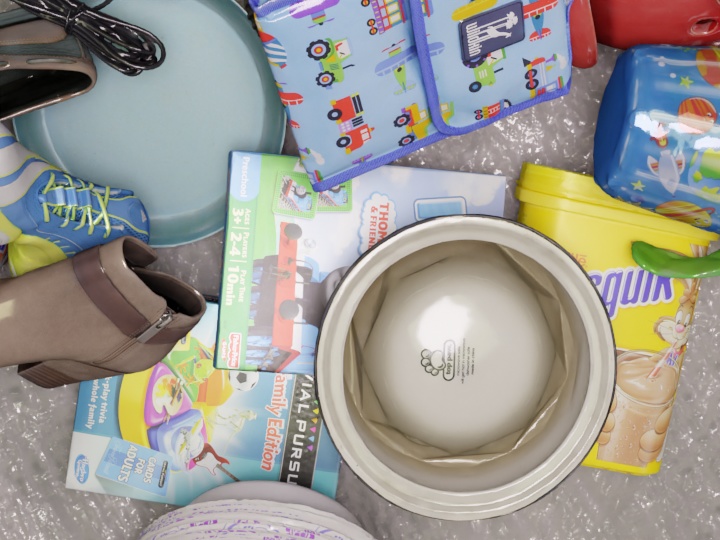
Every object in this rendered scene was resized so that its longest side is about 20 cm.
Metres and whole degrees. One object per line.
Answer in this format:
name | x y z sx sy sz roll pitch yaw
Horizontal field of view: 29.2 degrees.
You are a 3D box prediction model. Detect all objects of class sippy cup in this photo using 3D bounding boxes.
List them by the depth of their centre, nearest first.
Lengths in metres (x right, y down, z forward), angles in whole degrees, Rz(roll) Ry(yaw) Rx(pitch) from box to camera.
sippy cup | 0.221 -0.085 0.883 0.128 0.140 0.181 10 88 -3

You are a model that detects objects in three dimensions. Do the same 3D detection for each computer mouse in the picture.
computer mouse | -0.162 -0.242 0.929 0.139 0.046 0.202 25 83 -9

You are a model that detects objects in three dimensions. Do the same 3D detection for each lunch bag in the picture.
lunch bag | 0.042 -0.154 0.847 0.197 0.095 0.151 -15 137 4

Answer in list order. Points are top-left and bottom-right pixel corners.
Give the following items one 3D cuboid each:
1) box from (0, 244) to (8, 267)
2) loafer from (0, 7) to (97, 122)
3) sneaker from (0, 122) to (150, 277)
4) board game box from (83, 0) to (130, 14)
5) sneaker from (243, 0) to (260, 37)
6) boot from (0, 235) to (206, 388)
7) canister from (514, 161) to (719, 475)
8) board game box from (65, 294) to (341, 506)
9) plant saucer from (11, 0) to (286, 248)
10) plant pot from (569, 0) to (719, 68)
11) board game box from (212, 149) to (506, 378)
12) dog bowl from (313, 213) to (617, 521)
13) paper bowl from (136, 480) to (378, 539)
box | -0.352 -0.048 0.969 0.197 0.096 0.101 1 103 -2
loafer | -0.266 -0.115 0.898 0.198 0.072 0.063 -28 61 -24
sneaker | -0.199 -0.049 0.924 0.104 0.200 0.077 -12 70 -6
board game box | -0.143 -0.273 0.978 0.198 0.032 0.121 -28 92 10
sneaker | -0.024 -0.157 0.966 0.069 0.091 0.201 -12 137 13
boot | -0.204 0.019 0.906 0.145 0.199 0.071 -28 59 26
canister | 0.170 0.035 1.003 0.146 0.087 0.203 10 97 -3
board game box | -0.107 0.097 1.019 0.197 0.047 0.153 9 95 -2
plant saucer | -0.150 -0.117 0.991 0.197 0.027 0.203 0 107 1
plant pot | 0.195 -0.238 0.925 0.180 0.200 0.203 -17 96 8
board game box | 0.000 0.000 0.976 0.197 0.037 0.154 4 89 -10
dog bowl | 0.067 0.059 0.923 0.197 0.074 0.203 0 98 -2
paper bowl | -0.067 0.226 0.976 0.197 0.105 0.202 4 139 3
